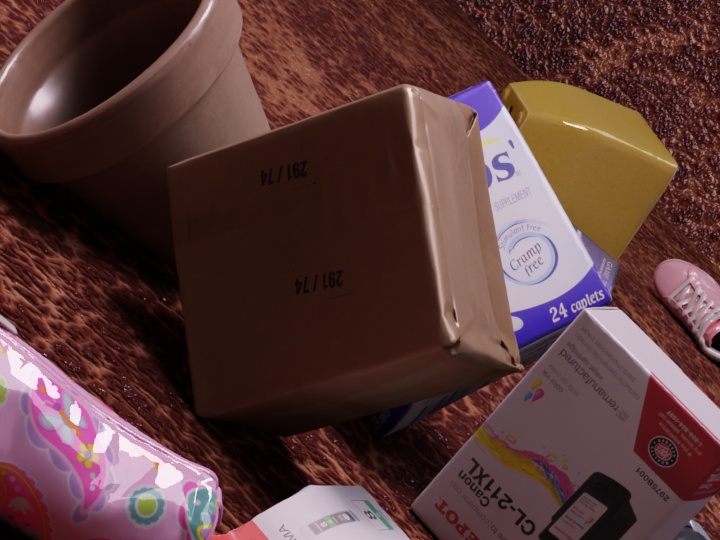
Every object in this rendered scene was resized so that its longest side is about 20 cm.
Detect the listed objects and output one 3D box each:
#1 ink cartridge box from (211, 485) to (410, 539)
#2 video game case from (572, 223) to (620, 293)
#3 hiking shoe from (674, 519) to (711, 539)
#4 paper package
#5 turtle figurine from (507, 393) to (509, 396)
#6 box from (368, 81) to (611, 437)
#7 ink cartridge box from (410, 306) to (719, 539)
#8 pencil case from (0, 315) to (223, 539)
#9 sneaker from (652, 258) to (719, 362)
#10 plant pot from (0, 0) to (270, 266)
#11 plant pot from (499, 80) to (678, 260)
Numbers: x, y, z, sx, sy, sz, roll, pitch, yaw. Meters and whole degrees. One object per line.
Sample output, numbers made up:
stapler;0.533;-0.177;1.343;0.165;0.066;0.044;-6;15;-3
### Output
ink cartridge box;-0.003;0.196;1.210;0.161;0.050;0.200;47;12;21
video game case;0.226;-0.031;2.511;0.200;0.019;0.143;41;33;-8
hiking shoe;0.324;0.283;1.820;0.199;0.075;0.087;23;28;-27
paper package;-0.012;-0.004;1.361;0.103;0.199;0.192;20;57;-55
turtle figurine;0.164;0.177;1.622;0.201;0.100;0.150;57;29;-1
box;0.056;-0.009;1.574;0.201;0.183;0.105;61;-19;11
ink cartridge box;0.157;0.148;1.474;0.146;0.200;0.083;45;17;19
pencil case;-0.162;0.084;1.034;0.200;0.088;0.088;40;14;-13
sneaker;0.486;0.060;2.921;0.200;0.075;0.105;49;10;14
plant pot;-0.143;-0.102;1.497;0.175;0.200;0.201;53;5;-33
plant pot;0.249;-0.133;2.644;0.199;0.196;0.194;27;18;-21
